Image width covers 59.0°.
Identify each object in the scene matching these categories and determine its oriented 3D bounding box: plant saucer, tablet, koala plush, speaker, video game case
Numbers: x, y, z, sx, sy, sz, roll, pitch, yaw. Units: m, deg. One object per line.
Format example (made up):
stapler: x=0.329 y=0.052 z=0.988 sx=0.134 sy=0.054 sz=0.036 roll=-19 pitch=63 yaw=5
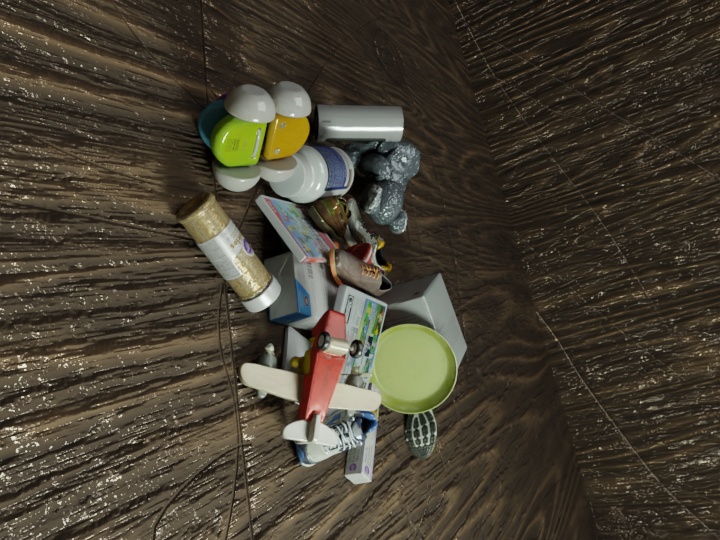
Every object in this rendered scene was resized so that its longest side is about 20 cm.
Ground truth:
plant saucer: x=0.106 y=0.206 z=1.358 sx=0.031 sy=0.198 sz=0.202 roll=-67 pitch=136 yaw=-76
tablet: x=-0.083 y=0.200 z=1.177 sx=0.200 sy=0.014 sz=0.131 roll=44 pitch=38 yaw=-46
koala plush: x=0.056 y=-0.199 z=1.523 sx=0.177 sy=0.182 sz=0.202 roll=39 pitch=45 yaw=-49
speaker: x=-0.003 y=-0.334 z=1.445 sx=0.081 sy=0.198 sz=0.082 roll=178 pitch=-90 yaw=-79
video game case: x=-0.015 y=0.143 z=1.220 sx=0.182 sy=0.022 sz=0.202 roll=27 pitch=75 yaw=-60
video game case: x=-0.108 y=-0.073 z=1.199 sx=0.143 sy=0.017 sz=0.200 roll=53 pitch=15 yaw=12

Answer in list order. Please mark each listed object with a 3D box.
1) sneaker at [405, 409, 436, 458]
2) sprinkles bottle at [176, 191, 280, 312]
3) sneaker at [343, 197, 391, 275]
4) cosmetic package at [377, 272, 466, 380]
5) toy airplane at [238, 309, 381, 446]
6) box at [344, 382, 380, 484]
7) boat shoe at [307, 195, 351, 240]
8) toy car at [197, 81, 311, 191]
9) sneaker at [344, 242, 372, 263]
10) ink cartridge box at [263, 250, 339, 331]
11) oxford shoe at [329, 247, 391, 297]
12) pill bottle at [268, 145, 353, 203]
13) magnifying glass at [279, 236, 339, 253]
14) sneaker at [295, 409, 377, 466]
sneaker: x=0.149 y=0.343 z=1.505 sx=0.089 sy=0.076 sz=0.202 roll=46 pitch=38 yaw=-58
sprinkles bottle: x=-0.205 y=-0.026 z=1.003 sx=0.201 sy=0.068 sz=0.069 roll=57 pitch=29 yaw=-30
sneaker: x=0.015 y=-0.074 z=1.465 sx=0.202 sy=0.082 sz=0.078 roll=68 pitch=27 yaw=-9
cosmetic package: x=0.124 y=0.140 z=1.458 sx=0.166 sy=0.166 sz=0.202 roll=-41 pitch=112 yaw=-62
toy airplane: x=-0.078 y=0.188 z=1.052 sx=0.198 sy=0.141 sz=0.201 roll=-32 pitch=109 yaw=-19
box: x=0.006 y=0.316 z=1.256 sx=0.039 sy=0.041 sz=0.201 roll=51 pitch=34 yaw=-37
boat shoe: x=-0.048 y=-0.111 z=1.319 sx=0.072 sy=0.068 sz=0.200 roll=54 pitch=6 yaw=4
toy car: x=-0.189 y=-0.245 z=1.088 sx=0.150 sy=0.176 sz=0.199 roll=38 pitch=38 yaw=24
sneaker: x=-0.013 y=0.037 z=1.372 sx=0.201 sy=0.078 sz=0.116 roll=-59 pitch=136 yaw=-43
ink cartridge box: x=-0.091 y=0.048 z=1.189 sx=0.200 sy=0.067 sz=0.117 roll=25 pitch=53 yaw=-58
oxford shoe: x=0.000 y=0.000 z=1.234 sx=0.200 sy=0.072 sz=0.072 roll=37 pitch=46 yaw=-60
pill bottle: x=-0.100 y=-0.193 z=1.270 sx=0.200 sy=0.110 sz=0.112 roll=-22 pitch=94 yaw=-65
magnifying glass: x=-0.100 y=-0.054 z=1.290 sx=0.200 sy=0.022 sz=0.080 roll=8 pitch=68 yaw=-64
sneaker: x=-0.038 y=0.284 z=1.121 sx=0.199 sy=0.085 sz=0.078 roll=-15 pitch=91 yaw=-58
